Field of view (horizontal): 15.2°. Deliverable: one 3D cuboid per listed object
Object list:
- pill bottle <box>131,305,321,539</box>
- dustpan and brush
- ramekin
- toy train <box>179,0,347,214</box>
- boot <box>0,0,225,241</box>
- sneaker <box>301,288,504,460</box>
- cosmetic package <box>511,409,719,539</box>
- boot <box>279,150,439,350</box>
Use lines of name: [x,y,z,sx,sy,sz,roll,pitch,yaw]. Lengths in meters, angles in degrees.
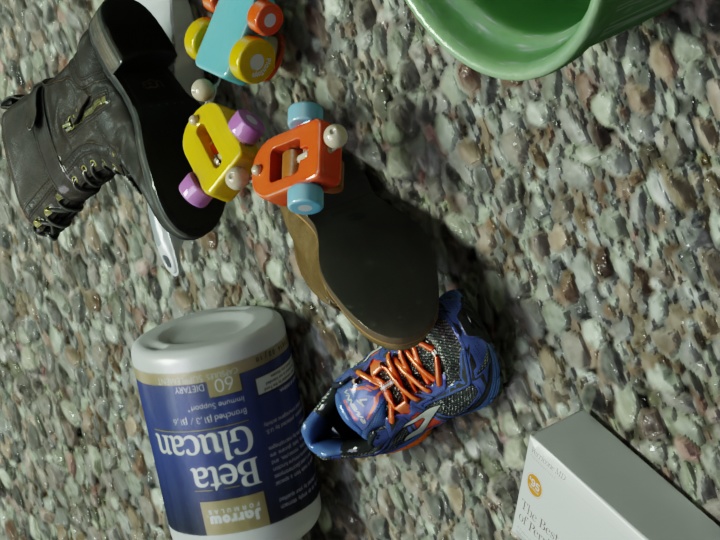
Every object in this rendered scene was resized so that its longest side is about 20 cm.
pill bottle: [-0.088,0.135,1.890,0.111,0.111,0.202,7,114,53]
dustpan and brush: [-0.146,-0.097,1.892,0.139,0.057,0.201,-21,90,56]
ramekin: [0.100,-0.211,1.450,0.200,0.097,0.201,30,130,44]
toy train: [-0.051,-0.112,1.726,0.150,0.055,0.201,-26,56,39]
boot: [-0.177,-0.073,1.858,0.174,0.069,0.201,-44,58,41]
sneaker: [0.026,0.078,1.727,0.076,0.078,0.200,59,145,13]
cosmetic package: [0.174,0.176,1.595,0.200,0.050,0.083,41,136,36]
boot: [0.000,0.000,1.720,0.200,0.073,0.076,-123,24,-50]
